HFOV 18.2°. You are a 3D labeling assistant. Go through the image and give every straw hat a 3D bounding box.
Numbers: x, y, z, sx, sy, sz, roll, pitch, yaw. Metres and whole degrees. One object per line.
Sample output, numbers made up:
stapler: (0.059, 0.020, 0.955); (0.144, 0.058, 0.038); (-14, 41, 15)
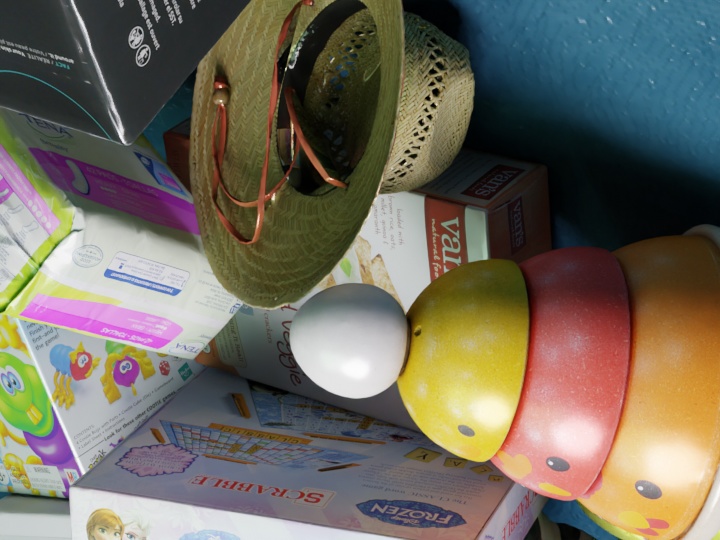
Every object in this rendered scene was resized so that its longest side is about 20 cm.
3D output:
straw hat: (0.003, -0.076, 1.001); (0.084, 0.203, 0.201); (5, 164, -29)

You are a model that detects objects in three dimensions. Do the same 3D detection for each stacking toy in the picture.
stacking toy: (0.065, 0.042, 0.975); (0.198, 0.147, 0.146); (8, 151, -10)

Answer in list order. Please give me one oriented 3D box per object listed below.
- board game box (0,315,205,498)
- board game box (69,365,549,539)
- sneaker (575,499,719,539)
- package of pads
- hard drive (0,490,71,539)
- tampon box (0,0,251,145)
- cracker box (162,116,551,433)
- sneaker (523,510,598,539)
board game box: (-0.178, 0.014, 1.256); (0.103, 0.105, 0.201); (-2, 115, 48)
board game box: (-0.011, 0.098, 1.103); (0.198, 0.199, 0.042); (7, 110, 19)
sneaker: (0.191, 0.136, 1.131); (0.199, 0.074, 0.084); (36, 180, -7)
package of pads: (-0.159, -0.052, 1.068); (0.200, 0.068, 0.154); (50, -164, 29)
hard drive: (-0.099, 0.117, 1.248); (0.199, 0.132, 0.026); (-5, 108, 46)
tampon box: (-0.108, -0.176, 0.873); (0.149, 0.200, 0.127); (17, 144, 29)
cracker box: (0.000, 0.000, 1.106); (0.199, 0.058, 0.135); (14, 123, 34)
sneaker: (0.127, 0.178, 1.073); (0.115, 0.076, 0.201); (22, -165, -5)
